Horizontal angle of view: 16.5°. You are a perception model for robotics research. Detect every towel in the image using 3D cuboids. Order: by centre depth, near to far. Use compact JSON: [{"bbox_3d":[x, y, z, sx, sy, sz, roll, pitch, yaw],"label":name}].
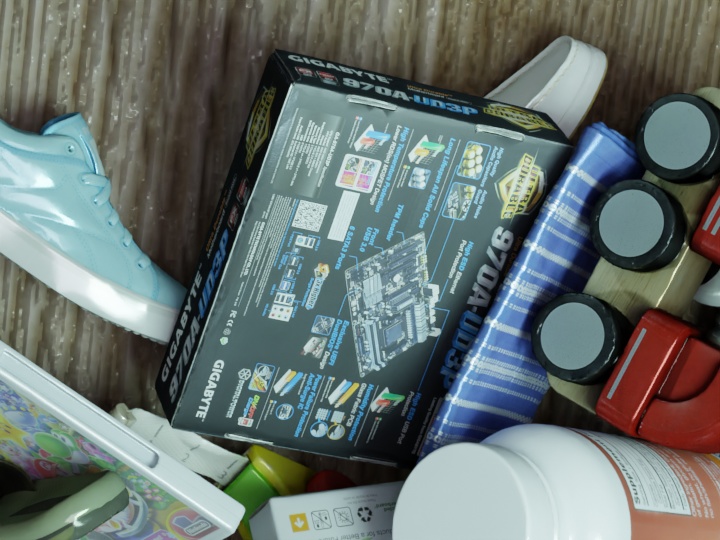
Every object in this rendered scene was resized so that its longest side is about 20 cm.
[{"bbox_3d":[0.098,0.022,1.295,0.024,0.145,0.200,28,92,19],"label":"towel"}]

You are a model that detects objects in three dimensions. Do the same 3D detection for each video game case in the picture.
[{"bbox_3d":[-0.171,0.090,1.265,0.200,0.143,0.018,36,58,-14],"label":"video game case"}]

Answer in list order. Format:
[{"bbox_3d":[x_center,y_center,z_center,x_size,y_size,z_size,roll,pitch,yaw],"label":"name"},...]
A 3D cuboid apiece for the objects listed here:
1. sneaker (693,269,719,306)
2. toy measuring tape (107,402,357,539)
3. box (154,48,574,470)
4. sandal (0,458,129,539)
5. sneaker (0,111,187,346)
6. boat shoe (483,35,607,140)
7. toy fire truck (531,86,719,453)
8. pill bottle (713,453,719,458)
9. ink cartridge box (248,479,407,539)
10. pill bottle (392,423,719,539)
[{"bbox_3d":[0.245,-0.067,1.343,0.200,0.076,0.105,-38,148,-14],"label":"sneaker"},{"bbox_3d":[-0.053,0.128,1.295,0.200,0.074,0.074,28,91,-39],"label":"toy measuring tape"},{"bbox_3d":[0.000,0.000,1.265,0.159,0.046,0.200,11,112,-22],"label":"box"},{"bbox_3d":[-0.203,0.117,1.252,0.201,0.080,0.057,-16,107,32],"label":"sandal"},{"bbox_3d":[-0.151,-0.036,1.280,0.200,0.074,0.082,35,91,-16],"label":"sneaker"},{"bbox_3d":[0.046,-0.060,1.321,0.200,0.071,0.069,-46,106,-2],"label":"boat shoe"},{"bbox_3d":[0.219,0.025,1.264,0.200,0.129,0.176,30,95,25],"label":"toy fire truck"},{"bbox_3d":[0.233,0.126,1.367,0.111,0.111,0.200,14,95,-14],"label":"pill bottle"},{"bbox_3d":[0.014,0.206,1.243,0.095,0.037,0.200,-4,66,-29],"label":"ink cartridge box"},{"bbox_3d":[0.111,0.137,1.263,0.200,0.112,0.112,11,97,-49],"label":"pill bottle"}]
